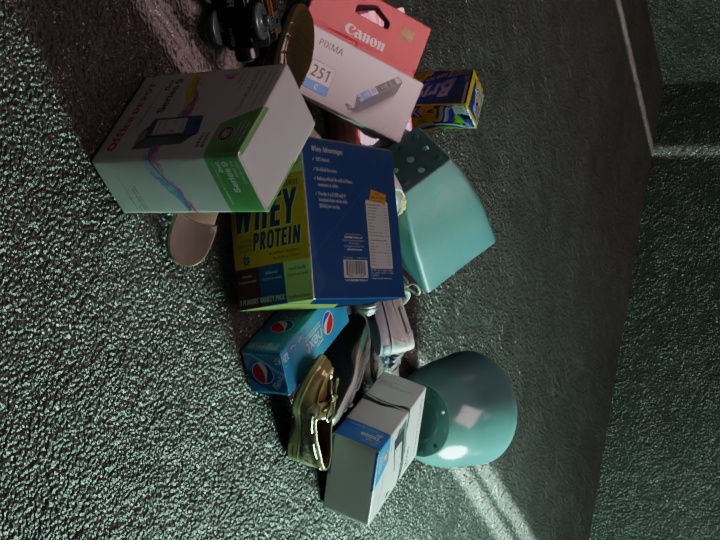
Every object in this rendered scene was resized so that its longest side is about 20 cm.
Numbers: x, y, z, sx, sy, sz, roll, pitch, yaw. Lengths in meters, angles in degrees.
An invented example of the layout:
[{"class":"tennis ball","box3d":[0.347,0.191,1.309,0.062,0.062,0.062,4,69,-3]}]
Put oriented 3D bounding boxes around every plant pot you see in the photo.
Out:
[{"class":"plant pot","box3d":[0.147,0.248,1.899,0.160,0.198,0.205,-3,94,-51]},{"class":"plant pot","box3d":[0.096,-0.105,1.648,0.140,0.142,0.201,-35,142,-9]}]

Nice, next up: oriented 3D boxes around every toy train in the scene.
[{"class":"toy train","box3d":[-0.153,-0.366,1.361,0.114,0.084,0.203,-62,144,-63]}]

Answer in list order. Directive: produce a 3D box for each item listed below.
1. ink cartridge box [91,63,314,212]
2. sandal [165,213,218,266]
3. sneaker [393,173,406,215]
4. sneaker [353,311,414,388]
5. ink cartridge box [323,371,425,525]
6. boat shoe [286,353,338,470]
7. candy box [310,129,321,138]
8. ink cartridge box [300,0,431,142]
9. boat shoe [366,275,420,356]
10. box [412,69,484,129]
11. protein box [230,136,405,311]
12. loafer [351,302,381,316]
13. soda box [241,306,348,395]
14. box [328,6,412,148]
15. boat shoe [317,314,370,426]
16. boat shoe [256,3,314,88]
[{"class":"ink cartridge box","box3d":[-0.171,-0.141,1.196,0.088,0.197,0.147,62,40,-40]},{"class":"sandal","box3d":[-0.187,-0.109,1.331,0.077,0.069,0.215,26,83,-25]},{"class":"sneaker","box3d":[-0.003,-0.090,1.573,0.077,0.199,0.079,-29,90,-31]},{"class":"sneaker","box3d":[0.046,0.124,1.789,0.077,0.084,0.203,-53,138,-49]},{"class":"ink cartridge box","box3d":[0.025,0.275,1.721,0.200,0.083,0.147,-45,147,-55]},{"class":"boat shoe","box3d":[-0.057,0.199,1.531,0.073,0.062,0.202,-51,159,-43]},{"class":"candy box","box3d":[-0.090,-0.108,1.558,0.102,0.026,0.203,50,48,-57]},{"class":"ink cartridge box","box3d":[0.002,-0.303,1.550,0.198,0.045,0.179,22,91,-28]},{"class":"boat shoe","box3d":[0.049,0.036,1.698,0.075,0.084,0.205,104,-22,-53]},{"class":"box","box3d":[0.091,-0.268,1.725,0.064,0.197,0.071,52,47,-53]},{"class":"protein box","box3d":[-0.056,-0.056,1.438,0.197,0.133,0.204,1,82,-52]},{"class":"loafer","box3d":[0.000,0.000,1.640,0.202,0.070,0.064,-104,-170,-45]},{"class":"soda box","box3d":[-0.088,0.090,1.533,0.200,0.063,0.069,-49,135,-52]},{"class":"box","box3d":[0.008,-0.286,1.635,0.101,0.094,0.204,-12,105,-26]},{"class":"boat shoe","box3d":[-0.026,0.160,1.660,0.204,0.073,0.065,-73,146,-42]},{"class":"boat shoe","box3d":[-0.113,-0.258,1.454,0.072,0.065,0.205,27,71,-57]}]
